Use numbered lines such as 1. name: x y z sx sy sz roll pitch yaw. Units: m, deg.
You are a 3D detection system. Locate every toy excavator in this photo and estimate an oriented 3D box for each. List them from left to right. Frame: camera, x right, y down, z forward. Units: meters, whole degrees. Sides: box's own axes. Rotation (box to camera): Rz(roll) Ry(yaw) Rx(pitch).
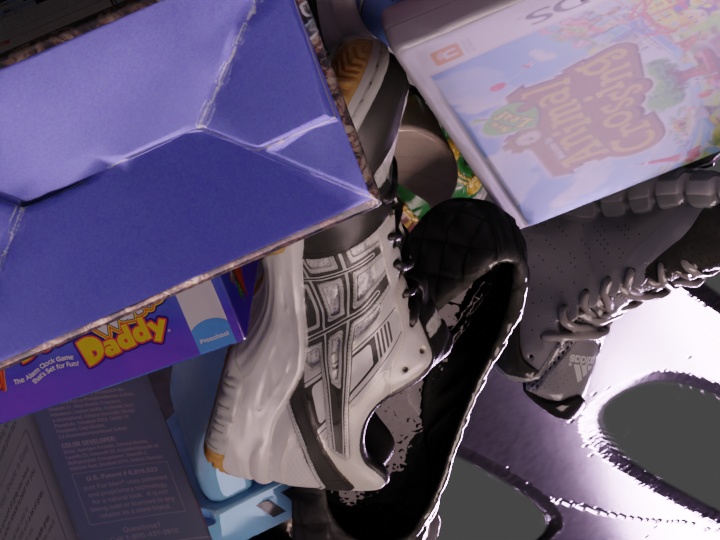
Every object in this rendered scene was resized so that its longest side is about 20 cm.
1. toy excavator: -0.024 0.036 1.238 0.193 0.100 0.201 -27 130 2

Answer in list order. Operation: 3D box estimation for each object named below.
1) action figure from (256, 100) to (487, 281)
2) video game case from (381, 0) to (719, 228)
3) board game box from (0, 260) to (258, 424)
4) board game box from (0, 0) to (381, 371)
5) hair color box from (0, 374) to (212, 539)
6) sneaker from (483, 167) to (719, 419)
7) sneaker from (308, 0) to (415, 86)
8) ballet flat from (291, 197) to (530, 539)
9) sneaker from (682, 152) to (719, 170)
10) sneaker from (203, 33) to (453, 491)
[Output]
1. action figure: -0.006 -0.018 1.293 0.200 0.055 0.118 -37 135 10
2. video game case: 0.118 -0.088 1.104 0.181 0.022 0.200 -22 157 9
3. board game box: -0.106 -0.010 1.078 0.134 0.200 0.045 -19 110 8
4. board game box: -0.099 -0.061 0.988 0.159 0.200 0.097 -23 110 -4
5. hair color box: -0.128 0.077 1.201 0.060 0.201 0.099 -7 146 -28
6. sneaker: 0.124 0.014 1.289 0.199 0.116 0.075 5 173 39
7. sneaker: 0.063 -0.093 1.149 0.077 0.076 0.199 -5 167 39
8. ballet flat: 0.017 0.062 1.186 0.066 0.057 0.201 13 110 -16
9. sneaker: 0.145 -0.126 1.228 0.086 0.078 0.201 -2 135 -25
10. sneaker: 0.000 0.000 1.124 0.087 0.076 0.201 15 121 -2
